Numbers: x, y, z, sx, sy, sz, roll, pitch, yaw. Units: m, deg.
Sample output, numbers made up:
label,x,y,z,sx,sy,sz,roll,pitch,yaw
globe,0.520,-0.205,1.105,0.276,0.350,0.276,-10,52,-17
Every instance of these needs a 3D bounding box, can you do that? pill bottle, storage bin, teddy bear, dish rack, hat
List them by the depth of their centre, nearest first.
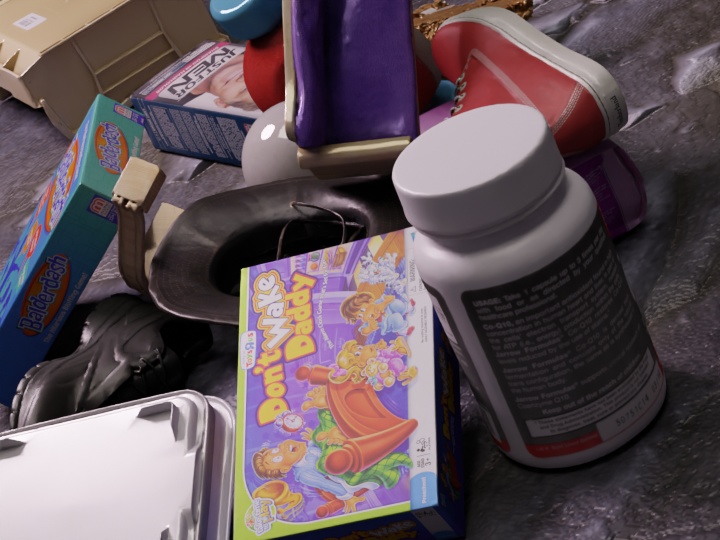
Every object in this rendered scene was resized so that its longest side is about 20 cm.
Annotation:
label,x,y,z,sx,sy,sz,roll,pitch,yaw
pill bottle,0.100,0.009,1.277,0.114,0.200,0.114,-19,29,11
dish rack,-0.179,0.155,1.361,0.200,0.044,0.172,-14,49,19
hat,-0.045,0.008,1.504,0.201,0.081,0.201,-10,36,7
teddy bear,0.078,-0.186,1.790,0.200,0.067,0.145,-4,25,46
storage bin,-0.267,-0.225,2.086,0.199,0.094,0.200,-35,30,-17

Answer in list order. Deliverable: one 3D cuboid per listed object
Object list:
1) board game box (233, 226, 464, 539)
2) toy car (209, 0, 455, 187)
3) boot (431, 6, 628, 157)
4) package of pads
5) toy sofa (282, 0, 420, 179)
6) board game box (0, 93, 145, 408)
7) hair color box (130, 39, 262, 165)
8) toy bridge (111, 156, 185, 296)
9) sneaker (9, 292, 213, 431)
label,x,y,z,sx,sy,sz,roll,pitch,yaw
board game box,-0.008,0.078,1.326,0.134,0.045,0.200,-14,54,19
toy car,-0.045,-0.107,1.651,0.177,0.184,0.200,9,62,47
boot,0.071,-0.111,1.485,0.144,0.072,0.200,-32,33,-15
package of pads,0.109,-0.069,1.536,0.120,0.076,0.200,-29,28,-8
toy sofa,-0.005,-0.169,1.504,0.083,0.098,0.200,-5,76,10
board game box,-0.230,-0.016,1.628,0.200,0.045,0.152,-57,16,25
hair color box,-0.099,-0.143,1.846,0.100,0.061,0.200,-41,32,-27
toy bridge,-0.148,-0.016,1.567,0.027,0.200,0.067,23,76,15
sneaker,-0.175,0.083,1.509,0.091,0.076,0.200,1,39,30
